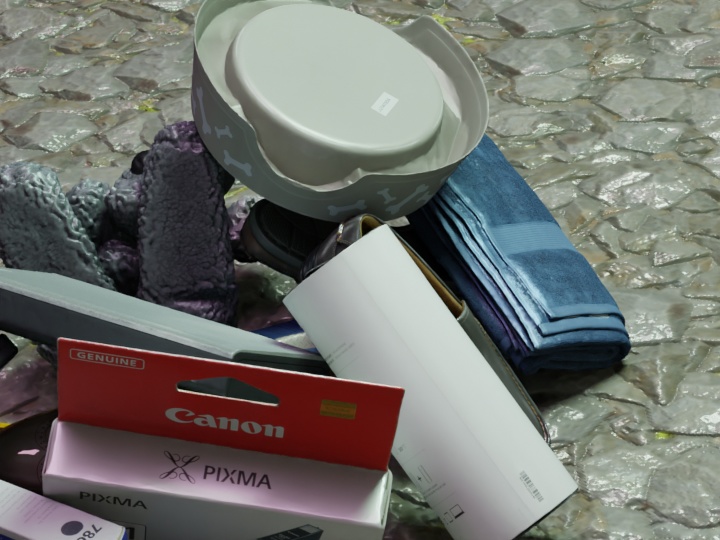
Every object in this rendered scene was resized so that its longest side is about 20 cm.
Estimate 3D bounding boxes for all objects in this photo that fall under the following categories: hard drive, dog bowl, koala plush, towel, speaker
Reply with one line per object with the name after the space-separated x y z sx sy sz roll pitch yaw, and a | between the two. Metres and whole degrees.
-0.135 0.038 1.614 0.199 0.033 0.139 16 3 23 | hard drive
-0.019 -0.110 1.746 0.199 0.059 0.201 13 42 -12 | dog bowl
-0.142 -0.010 1.841 0.176 0.185 0.200 -12 9 10 | koala plush
0.098 -0.018 1.804 0.111 0.049 0.200 -2 47 -45 | towel
0.040 0.073 1.610 0.081 0.081 0.200 -33 85 -39 | speaker

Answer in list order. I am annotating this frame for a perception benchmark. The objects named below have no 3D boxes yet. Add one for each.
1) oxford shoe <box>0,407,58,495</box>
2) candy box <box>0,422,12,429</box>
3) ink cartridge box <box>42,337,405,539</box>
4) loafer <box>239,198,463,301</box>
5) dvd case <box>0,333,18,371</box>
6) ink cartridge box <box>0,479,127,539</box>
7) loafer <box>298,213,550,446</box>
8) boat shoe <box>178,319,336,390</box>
-0.133 0.102 1.633 0.199 0.073 0.072 -7 73 -2 | oxford shoe
-0.186 0.138 1.696 0.199 0.027 0.102 5 36 15 | candy box
-0.081 0.115 1.541 0.199 0.177 0.045 8 57 -1 | ink cartridge box
0.000 0.000 1.800 0.199 0.063 0.072 9 49 -34 | loafer
-0.291 0.123 1.608 0.018 0.200 0.143 47 46 -1 | dvd case
-0.183 0.178 1.559 0.199 0.100 0.039 19 43 32 | ink cartridge box
0.046 0.049 1.688 0.200 0.072 0.073 43 55 3 | loafer
-0.062 0.076 1.725 0.199 0.073 0.072 -14 9 -18 | boat shoe
